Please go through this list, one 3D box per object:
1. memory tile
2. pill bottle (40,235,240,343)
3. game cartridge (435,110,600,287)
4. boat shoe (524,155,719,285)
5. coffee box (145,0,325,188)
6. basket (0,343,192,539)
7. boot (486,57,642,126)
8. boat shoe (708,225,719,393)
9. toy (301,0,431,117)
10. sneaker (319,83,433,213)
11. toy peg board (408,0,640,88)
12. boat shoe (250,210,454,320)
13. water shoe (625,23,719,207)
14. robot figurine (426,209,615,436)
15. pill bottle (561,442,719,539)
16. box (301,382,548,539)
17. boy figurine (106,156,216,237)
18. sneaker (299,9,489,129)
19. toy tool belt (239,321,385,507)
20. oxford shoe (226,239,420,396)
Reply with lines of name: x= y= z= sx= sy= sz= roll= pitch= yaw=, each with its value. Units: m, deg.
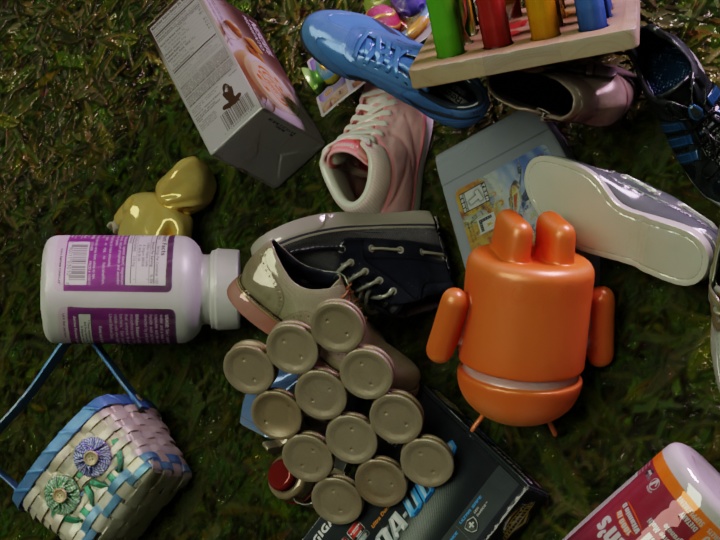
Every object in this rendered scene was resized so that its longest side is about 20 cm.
memory tile: x=-0.020 y=0.129 z=1.456 sx=0.153 sy=0.017 sz=0.201 roll=-27 pitch=103 yaw=25
pill bottle: x=-0.223 y=0.020 z=1.668 sx=0.199 sy=0.112 sz=0.113 roll=1 pitch=70 yaw=-3
game cartridge: x=0.151 y=-0.053 z=1.526 sx=0.133 sy=0.041 sz=0.201 roll=-30 pitch=59 yaw=28
boat shoe: x=0.236 y=-0.049 z=1.439 sx=0.199 sy=0.062 sz=0.073 roll=30 pitch=123 yaw=31
coffee box: x=-0.134 y=-0.197 z=1.725 sx=0.080 sy=0.114 sz=0.201 roll=-40 pitch=55 yaw=17
basket: x=-0.285 y=0.184 z=1.680 sx=0.200 sy=0.139 sz=0.177 roll=42 pitch=99 yaw=28
boot: x=0.160 y=-0.179 z=1.489 sx=0.199 sy=0.146 sz=0.071 roll=17 pitch=110 yaw=35
boat shoe: x=0.319 y=0.025 z=1.346 sx=0.074 sy=0.068 sz=0.201 roll=-3 pitch=85 yaw=32
toy: x=0.020 y=-0.254 z=1.650 sx=0.200 sy=0.047 sz=0.115 roll=-38 pitch=34 yaw=17
sneaker: x=0.014 y=-0.135 z=1.606 sx=0.075 sy=0.104 sz=0.201 roll=-10 pitch=67 yaw=34
toy peg board: x=0.145 y=-0.249 z=1.455 sx=0.198 sy=0.200 sz=0.098 roll=-9 pitch=108 yaw=13
boat shoe: x=0.000 y=0.000 z=1.523 sx=0.075 sy=0.199 sz=0.093 roll=-55 pitch=48 yaw=54
water shoe: x=0.292 y=-0.132 z=1.427 sx=0.071 sy=0.079 sz=0.201 roll=-41 pitch=56 yaw=17
robot figurine: x=0.142 y=0.050 z=1.424 sx=0.116 sy=0.143 sz=0.201 roll=16 pitch=109 yaw=40
pill bottle: x=0.222 y=0.244 z=1.326 sx=0.200 sy=0.109 sz=0.110 roll=-45 pitch=55 yaw=13
box: x=0.055 y=0.230 z=1.486 sx=0.200 sy=0.046 sz=0.159 roll=-53 pitch=53 yaw=8
boy figurine: x=-0.228 y=-0.037 z=1.765 sx=0.124 sy=0.064 sz=0.201 roll=30 pitch=91 yaw=36
sneaker: x=0.036 y=-0.203 z=1.567 sx=0.199 sy=0.078 sz=0.066 roll=27 pitch=84 yaw=-1
toy tool belt: x=-0.064 y=0.121 z=1.558 sx=0.124 sy=0.123 sz=0.201 roll=19 pitch=86 yaw=38
oxford shoe: x=-0.022 y=0.047 z=1.470 sx=0.074 sy=0.199 sz=0.071 roll=-55 pitch=11 yaw=22
